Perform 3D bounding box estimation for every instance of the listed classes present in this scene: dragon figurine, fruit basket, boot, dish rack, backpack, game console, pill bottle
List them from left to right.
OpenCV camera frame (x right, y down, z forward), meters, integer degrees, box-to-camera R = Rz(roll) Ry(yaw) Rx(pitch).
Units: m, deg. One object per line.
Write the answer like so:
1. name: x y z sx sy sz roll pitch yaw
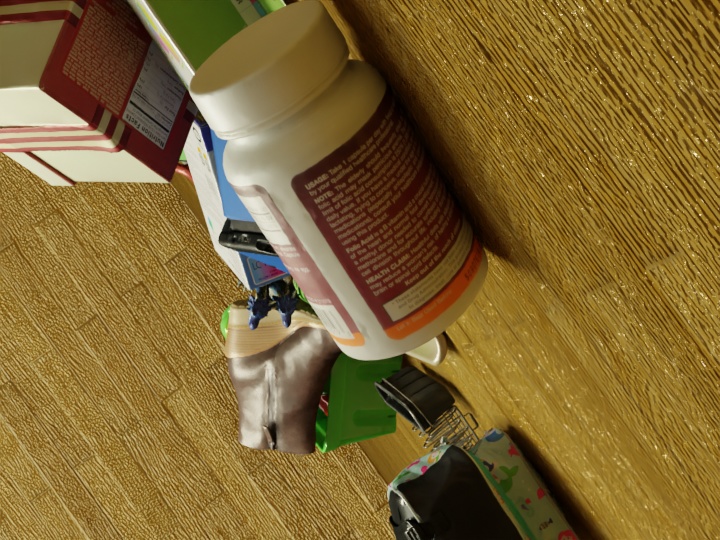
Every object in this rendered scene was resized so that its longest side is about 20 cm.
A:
1. dragon figurine: -0.087 -0.029 1.620 0.058 0.203 0.099 15 166 -19
2. fruit basket: -0.067 0.112 1.783 0.215 0.212 0.158 -151 65 -73
3. boot: -0.053 0.117 1.673 0.072 0.197 0.169 -37 -55 -61
4. game console: -0.035 -0.060 1.290 0.169 0.120 0.199 23 173 -30
5. pill bottle: -0.014 -0.055 0.947 0.201 0.114 0.114 58 172 -25
6. dish rack: 0.103 0.192 1.606 0.201 0.054 0.153 56 174 -14
7. backpack: 0.106 0.240 1.413 0.179 0.150 0.200 56 166 6

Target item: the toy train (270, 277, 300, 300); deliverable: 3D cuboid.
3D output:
1. toy train: -0.090 0.031 2.031 0.115 0.086 0.200 60 179 29

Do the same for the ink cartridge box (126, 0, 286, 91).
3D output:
1. ink cartridge box: -0.115 -0.195 1.107 0.149 0.075 0.200 55 174 -10

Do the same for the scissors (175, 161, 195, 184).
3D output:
1. scissors: -0.160 -0.091 1.723 0.200 0.072 0.014 43 126 38

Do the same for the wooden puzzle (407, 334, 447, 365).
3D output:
1. wooden puzzle: 0.000 0.000 1.440 0.201 0.037 0.185 55 173 -7

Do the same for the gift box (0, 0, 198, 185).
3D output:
1. gift box: -0.235 -0.188 1.294 0.185 0.202 0.184 2 152 39

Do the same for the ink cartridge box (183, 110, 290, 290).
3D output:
1. ink cartridge box: -0.117 -0.101 1.453 0.136 0.076 0.202 -137 27 -63

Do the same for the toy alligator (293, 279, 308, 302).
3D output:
1. toy alligator: -0.039 0.018 1.606 0.060 0.054 0.200 62 180 -20

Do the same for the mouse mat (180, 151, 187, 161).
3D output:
1. mouse mat: -0.211 -0.165 1.660 0.197 0.008 0.161 3 149 19
